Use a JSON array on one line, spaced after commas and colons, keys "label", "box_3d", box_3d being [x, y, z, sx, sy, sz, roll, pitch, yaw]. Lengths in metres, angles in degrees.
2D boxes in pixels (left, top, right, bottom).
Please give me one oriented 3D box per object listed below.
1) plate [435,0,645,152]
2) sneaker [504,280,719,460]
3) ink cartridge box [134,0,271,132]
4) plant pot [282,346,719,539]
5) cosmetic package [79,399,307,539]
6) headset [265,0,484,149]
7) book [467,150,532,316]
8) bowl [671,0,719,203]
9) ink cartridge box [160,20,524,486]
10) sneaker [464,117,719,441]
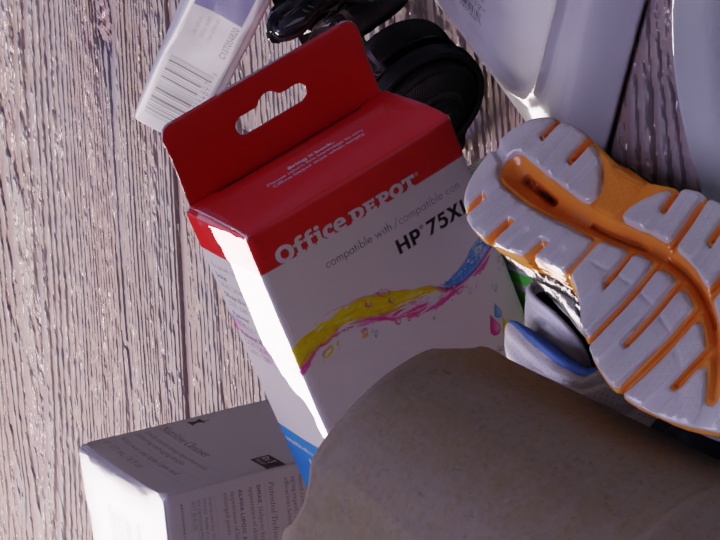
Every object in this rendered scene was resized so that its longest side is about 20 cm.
[{"label": "plate", "box_3d": [0.071, -0.173, 1.315, 0.200, 0.032, 0.201, 56, 148, 38]}, {"label": "sneaker", "box_3d": [0.097, 0.068, 1.231, 0.200, 0.080, 0.147, 9, 118, 69]}, {"label": "ink cartridge box", "box_3d": [-0.041, -0.191, 1.390, 0.201, 0.040, 0.200, -68, 6, -32]}, {"label": "plant pot", "box_3d": [0.076, 0.127, 1.075, 0.183, 0.200, 0.202, 35, 134, 34]}, {"label": "cosmetic package", "box_3d": [-0.033, 0.118, 1.472, 0.113, 0.199, 0.082, 21, 121, 58]}, {"label": "headset", "box_3d": [-0.003, -0.108, 1.387, 0.124, 0.094, 0.200, 54, 171, 14]}, {"label": "book", "box_3d": [0.123, 0.025, 1.270, 0.200, 0.048, 0.134, 23, 137, 61]}, {"label": "bowl", "box_3d": [0.195, -0.044, 1.018, 0.201, 0.090, 0.202, 162, 90, -79]}, {"label": "ink cartridge box", "box_3d": [0.000, 0.000, 1.294, 0.067, 0.116, 0.201, 26, 143, 58]}, {"label": "sneaker", "box_3d": [0.119, 0.009, 1.092, 0.077, 0.078, 0.200, 42, -175, -40]}]
